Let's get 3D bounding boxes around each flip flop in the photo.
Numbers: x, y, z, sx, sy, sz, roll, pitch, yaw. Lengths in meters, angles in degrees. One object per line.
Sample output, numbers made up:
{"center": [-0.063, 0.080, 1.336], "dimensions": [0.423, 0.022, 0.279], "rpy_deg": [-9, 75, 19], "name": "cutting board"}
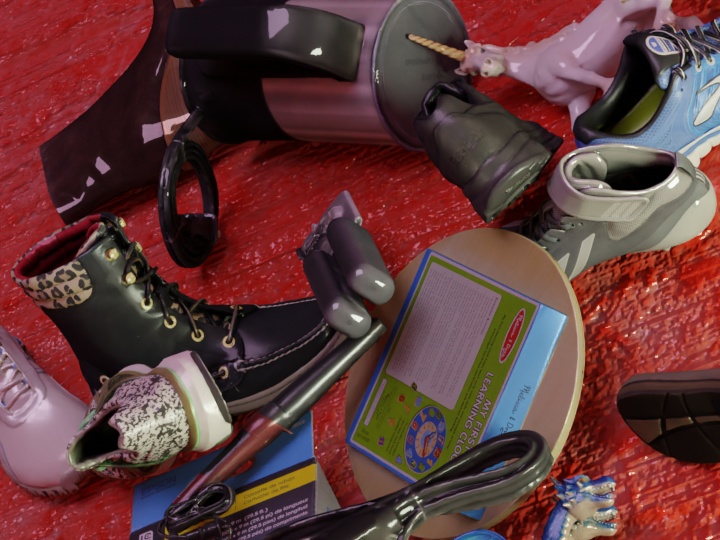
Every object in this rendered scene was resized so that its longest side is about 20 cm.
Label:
{"center": [0.240, 0.078, 1.365], "dimensions": [0.199, 0.081, 0.058], "rpy_deg": [2, 41, 44], "name": "flip flop"}

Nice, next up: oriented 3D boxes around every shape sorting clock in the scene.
{"center": [0.064, 0.071, 1.489], "dimensions": [0.200, 0.039, 0.201], "rpy_deg": [-25, 55, 42], "name": "shape sorting clock"}

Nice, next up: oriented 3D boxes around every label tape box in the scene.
{"center": [-0.076, 0.200, 1.486], "dimensions": [0.144, 0.063, 0.200], "rpy_deg": [-23, 36, 18], "name": "label tape box"}

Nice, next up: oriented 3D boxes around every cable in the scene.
{"center": [0.021, 0.155, 1.398], "dimensions": [0.199, 0.051, 0.097], "rpy_deg": [-28, 25, -19], "name": "cable"}

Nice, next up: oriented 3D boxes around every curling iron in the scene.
{"center": [-0.052, 0.104, 1.502], "dimensions": [0.049, 0.026, 0.200], "rpy_deg": [30, 66, 34], "name": "curling iron"}

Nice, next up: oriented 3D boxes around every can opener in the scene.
{"center": [0.000, 0.000, 1.564], "dimensions": [0.053, 0.067, 0.200], "rpy_deg": [-55, 17, 10], "name": "can opener"}

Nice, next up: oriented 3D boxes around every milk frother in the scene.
{"center": [-0.045, -0.102, 1.701], "dimensions": [0.187, 0.180, 0.201], "rpy_deg": [5, 100, 39], "name": "milk frother"}

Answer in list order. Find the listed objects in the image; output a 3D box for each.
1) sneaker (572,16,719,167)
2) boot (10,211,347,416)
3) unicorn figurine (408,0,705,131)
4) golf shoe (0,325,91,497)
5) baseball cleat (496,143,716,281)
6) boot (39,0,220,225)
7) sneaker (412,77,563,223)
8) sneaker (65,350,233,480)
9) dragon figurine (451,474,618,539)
{"center": [0.222, -0.128, 1.538], "dimensions": [0.200, 0.089, 0.079], "rpy_deg": [-41, 42, -2], "name": "sneaker"}
{"center": [-0.123, 0.026, 1.604], "dimensions": [0.203, 0.154, 0.074], "rpy_deg": [-19, 32, 24], "name": "boot"}
{"center": [0.157, -0.150, 1.630], "dimensions": [0.199, 0.074, 0.137], "rpy_deg": [-29, 39, -12], "name": "unicorn figurine"}
{"center": [-0.256, 0.089, 1.697], "dimensions": [0.078, 0.097, 0.200], "rpy_deg": [-45, 43, -9], "name": "golf shoe"}
{"center": [0.124, -0.032, 1.512], "dimensions": [0.199, 0.106, 0.070], "rpy_deg": [-25, 53, 20], "name": "baseball cleat"}
{"center": [-0.185, -0.140, 1.861], "dimensions": [0.166, 0.072, 0.201], "rpy_deg": [-28, 46, 10], "name": "boot"}
{"center": [0.079, -0.087, 1.550], "dimensions": [0.076, 0.091, 0.200], "rpy_deg": [-47, -2, 3], "name": "sneaker"}
{"center": [-0.161, 0.103, 1.544], "dimensions": [0.088, 0.077, 0.200], "rpy_deg": [-19, -6, -29], "name": "sneaker"}
{"center": [0.073, 0.194, 1.387], "dimensions": [0.199, 0.059, 0.100], "rpy_deg": [-28, 41, 8], "name": "dragon figurine"}
